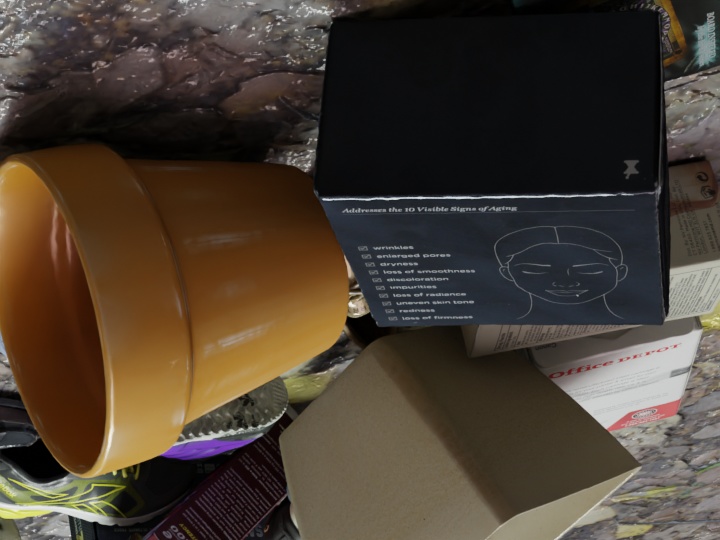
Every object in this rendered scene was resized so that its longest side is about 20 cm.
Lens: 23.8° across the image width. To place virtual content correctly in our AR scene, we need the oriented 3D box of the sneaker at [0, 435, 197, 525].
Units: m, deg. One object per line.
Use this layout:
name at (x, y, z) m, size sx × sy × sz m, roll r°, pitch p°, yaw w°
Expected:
sneaker at (-0.232, 0.173, 1.466) m, size 0.199 × 0.075 × 0.085 m, roll -2°, pitch 152°, yaw -22°

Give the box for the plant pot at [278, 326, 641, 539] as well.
plant pot at (0.056, 0.153, 1.319) m, size 0.199 × 0.177 × 0.200 m, roll -9°, pitch 148°, yaw -53°

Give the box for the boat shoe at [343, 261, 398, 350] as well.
boat shoe at (0.000, 0.000, 1.242) m, size 0.071 × 0.065 × 0.200 m, roll -16°, pitch 154°, yaw 6°

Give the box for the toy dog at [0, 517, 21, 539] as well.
toy dog at (-0.396, 0.269, 1.513) m, size 0.199 × 0.140 × 0.194 m, roll -13°, pitch 167°, yaw -2°

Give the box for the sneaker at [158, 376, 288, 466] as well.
sneaker at (-0.165, 0.132, 1.423) m, size 0.199 × 0.070 × 0.100 m, roll -2°, pitch 154°, yaw -22°

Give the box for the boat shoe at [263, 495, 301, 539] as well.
boat shoe at (-0.027, 0.211, 1.576) m, size 0.063 × 0.074 × 0.201 m, roll -45°, pitch 176°, yaw 29°

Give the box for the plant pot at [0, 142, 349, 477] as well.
plant pot at (-0.115, 0.009, 1.079) m, size 0.182 × 0.201 × 0.200 m, roll -14°, pitch 157°, yaw -28°

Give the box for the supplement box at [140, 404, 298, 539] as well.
supplement box at (-0.124, 0.212, 1.493) m, size 0.200 × 0.061 × 0.109 m, roll -43°, pitch 180°, yaw -45°

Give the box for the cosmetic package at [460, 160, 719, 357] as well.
cosmetic package at (0.171, -0.008, 1.284) m, size 0.199 × 0.088 × 0.104 m, roll -10°, pitch 155°, yaw -10°

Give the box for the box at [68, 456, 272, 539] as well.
box at (-0.164, 0.249, 1.557) m, size 0.199 × 0.159 × 0.051 m, roll 6°, pitch 148°, yaw -34°

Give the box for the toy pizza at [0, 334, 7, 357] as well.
toy pizza at (-0.171, 0.022, 1.242) m, size 0.199 × 0.032 × 0.200 m, roll -12°, pitch 154°, yaw -6°

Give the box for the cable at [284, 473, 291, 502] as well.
cable at (0.024, 0.129, 1.496) m, size 0.199 × 0.051 × 0.164 m, roll -14°, pitch 132°, yaw -39°

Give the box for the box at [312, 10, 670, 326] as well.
box at (0.090, -0.056, 1.057) m, size 0.199 × 0.125 × 0.197 m, roll 0°, pitch 158°, yaw 11°

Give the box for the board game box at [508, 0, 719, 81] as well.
board game box at (0.157, -0.167, 1.026) m, size 0.134 × 0.028 × 0.200 m, roll -16°, pitch 153°, yaw 5°

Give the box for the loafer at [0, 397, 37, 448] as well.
loafer at (-0.349, 0.139, 1.353) m, size 0.199 × 0.063 × 0.072 m, roll 3°, pitch 150°, yaw -31°

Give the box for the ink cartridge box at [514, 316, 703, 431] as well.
ink cartridge box at (0.201, 0.069, 1.458) m, size 0.146 × 0.083 × 0.200 m, roll -13°, pitch 155°, yaw -3°
